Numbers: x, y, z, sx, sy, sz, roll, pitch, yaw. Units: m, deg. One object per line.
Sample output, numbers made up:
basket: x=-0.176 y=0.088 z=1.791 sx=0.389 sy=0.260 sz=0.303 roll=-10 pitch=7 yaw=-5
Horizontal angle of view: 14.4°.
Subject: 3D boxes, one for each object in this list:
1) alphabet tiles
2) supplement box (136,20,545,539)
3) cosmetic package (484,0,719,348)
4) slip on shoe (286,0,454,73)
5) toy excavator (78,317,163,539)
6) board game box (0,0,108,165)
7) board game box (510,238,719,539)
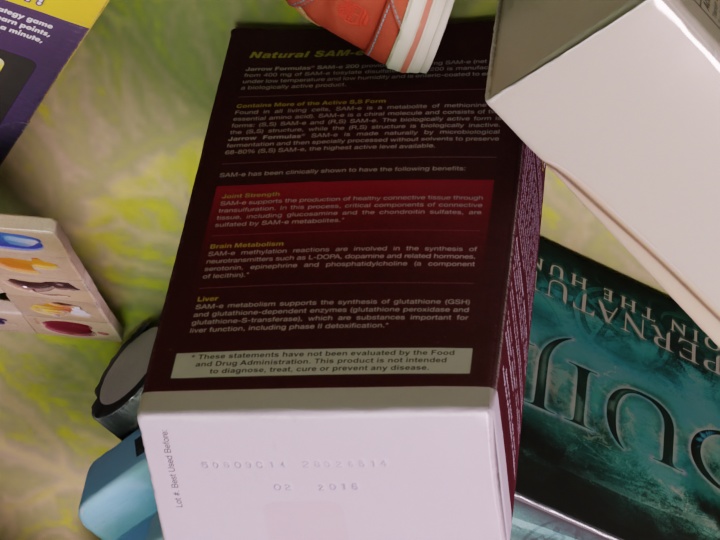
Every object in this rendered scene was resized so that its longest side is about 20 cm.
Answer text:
alphabet tiles: x=-0.175 y=-0.007 z=0.973 sx=0.166 sy=0.008 sz=0.200 roll=6 pitch=166 yaw=4
supplement box: x=0.000 y=0.000 z=0.904 sx=0.108 sy=0.201 sz=0.061 roll=-1 pitch=130 yaw=10
cosmetic package: x=0.133 y=-0.034 z=0.919 sx=0.073 sy=0.104 sz=0.200 roll=-32 pitch=117 yaw=30
slip on shoe: x=0.017 y=-0.147 z=0.871 sx=0.061 sy=0.074 sz=0.201 roll=16 pitch=134 yaw=0
toy excavator: x=-0.060 y=0.113 z=1.003 sx=0.194 sy=0.201 sz=0.100 roll=-35 pitch=117 yaw=30
board game box: x=-0.196 y=-0.093 z=0.907 sx=0.199 sy=0.057 sz=0.165 roll=17 pitch=140 yaw=-22
board game box: x=0.081 y=0.052 z=0.975 sx=0.199 sy=0.136 sz=0.028 roll=24 pitch=128 yaw=-11
